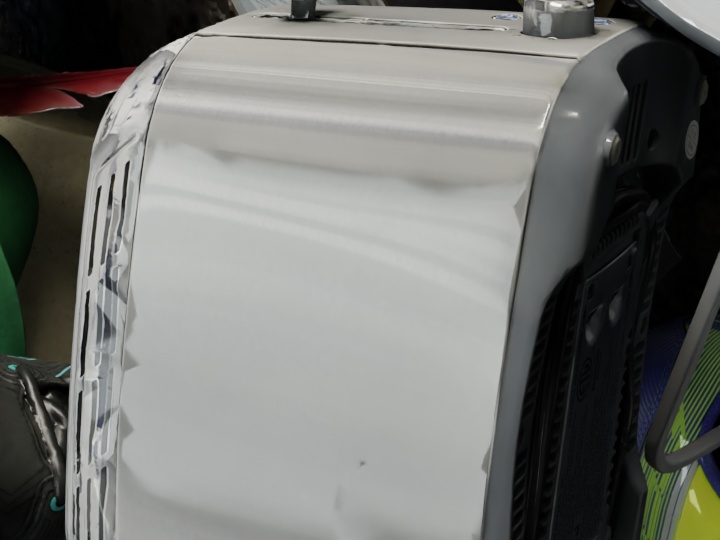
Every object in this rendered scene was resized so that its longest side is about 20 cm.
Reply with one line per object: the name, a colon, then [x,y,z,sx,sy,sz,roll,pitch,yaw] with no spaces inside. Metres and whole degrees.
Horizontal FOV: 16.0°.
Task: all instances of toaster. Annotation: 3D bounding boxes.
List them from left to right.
toaster: [0.005,0.023,0.641,0.129,0.114,0.200,12,109,20]

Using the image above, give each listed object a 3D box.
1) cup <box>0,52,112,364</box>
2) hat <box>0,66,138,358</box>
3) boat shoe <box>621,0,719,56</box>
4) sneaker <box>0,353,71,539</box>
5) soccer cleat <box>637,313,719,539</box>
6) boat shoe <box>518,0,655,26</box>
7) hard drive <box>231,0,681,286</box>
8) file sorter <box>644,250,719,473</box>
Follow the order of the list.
cup: [-0.150,-0.004,0.973,0.200,0.200,0.144,30,106,34]
hat: [-0.141,-0.041,0.878,0.200,0.176,0.166,27,132,8]
boat shoe: [0.065,-0.102,0.640,0.200,0.072,0.068,35,171,22]
sneaker: [-0.085,0.048,0.755,0.079,0.200,0.076,-21,75,15]
soccer cleat: [0.127,0.110,0.799,0.084,0.065,0.201,-4,106,46]
boat shoe: [0.087,-0.102,0.729,0.063,0.073,0.201,53,143,3]
hard drive: [0.002,-0.076,0.743,0.140,0.038,0.200,36,167,46]
file sorter: [0.193,0.045,0.645,0.200,0.124,0.139,40,136,26]
